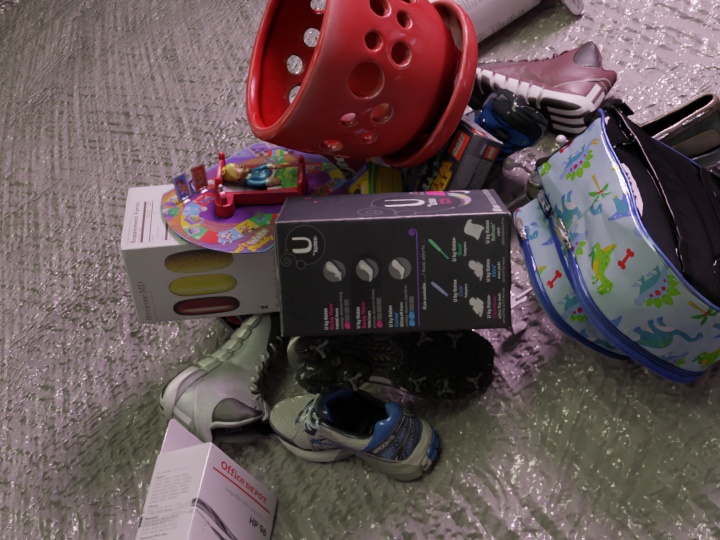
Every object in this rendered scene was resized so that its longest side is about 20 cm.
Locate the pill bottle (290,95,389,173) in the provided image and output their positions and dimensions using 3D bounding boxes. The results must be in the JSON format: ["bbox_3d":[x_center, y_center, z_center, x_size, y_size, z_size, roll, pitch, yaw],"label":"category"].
[{"bbox_3d":[-0.007,-0.180,1.189,0.200,0.113,0.113,16,63,47],"label":"pill bottle"}]

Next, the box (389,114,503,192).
[{"bbox_3d":[0.065,-0.074,0.999,0.200,0.040,0.137,-66,29,18],"label":"box"}]

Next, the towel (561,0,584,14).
[{"bbox_3d":[0.218,-0.420,1.215,0.024,0.147,0.200,-38,36,15],"label":"towel"}]

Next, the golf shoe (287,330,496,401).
[{"bbox_3d":[0.028,0.073,0.880,0.094,0.200,0.078,-146,64,-70],"label":"golf shoe"}]

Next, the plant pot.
[{"bbox_3d":[0.002,-0.202,0.939,0.200,0.182,0.201,-37,46,50],"label":"plant pot"}]

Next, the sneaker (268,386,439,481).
[{"bbox_3d":[-0.020,0.139,0.904,0.200,0.085,0.077,0,52,40],"label":"sneaker"}]

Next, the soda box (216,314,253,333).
[{"bbox_3d":[-0.124,-0.023,1.162,0.063,0.071,0.200,-9,47,31],"label":"soda box"}]

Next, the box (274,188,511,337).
[{"bbox_3d":[0.028,-0.010,0.839,0.199,0.106,0.122,-3,14,0],"label":"box"}]

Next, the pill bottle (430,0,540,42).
[{"bbox_3d":[0.128,-0.353,1.248,0.200,0.114,0.114,-31,38,11],"label":"pill bottle"}]

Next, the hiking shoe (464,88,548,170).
[{"bbox_3d":[0.141,-0.135,1.020,0.087,0.074,0.200,-56,5,-7],"label":"hiking shoe"}]

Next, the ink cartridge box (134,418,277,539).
[{"bbox_3d":[-0.143,0.243,0.875,0.068,0.116,0.200,-17,44,25],"label":"ink cartridge box"}]

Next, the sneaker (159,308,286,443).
[{"bbox_3d":[-0.110,0.122,1.023,0.115,0.075,0.200,37,63,25],"label":"sneaker"}]

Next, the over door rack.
[{"bbox_3d":[0.177,-0.049,0.944,0.200,0.067,0.148,-41,37,-3],"label":"over door rack"}]

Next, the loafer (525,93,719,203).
[{"bbox_3d":[0.247,-0.115,0.882,0.200,0.063,0.072,-17,33,-5],"label":"loafer"}]

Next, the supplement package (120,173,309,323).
[{"bbox_3d":[-0.150,-0.024,1.029,0.199,0.114,0.110,-6,41,-4],"label":"supplement package"}]

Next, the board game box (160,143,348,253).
[{"bbox_3d":[-0.111,-0.094,0.990,0.158,0.039,0.200,30,50,32],"label":"board game box"}]

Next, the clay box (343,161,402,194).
[{"bbox_3d":[0.000,0.000,0.988,0.115,0.048,0.200,-42,41,50],"label":"clay box"}]

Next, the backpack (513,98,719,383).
[{"bbox_3d":[0.232,-0.007,0.774,0.147,0.183,0.200,-45,35,32],"label":"backpack"}]

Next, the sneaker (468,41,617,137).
[{"bbox_3d":[0.211,-0.225,1.098,0.200,0.076,0.116,27,66,39],"label":"sneaker"}]
